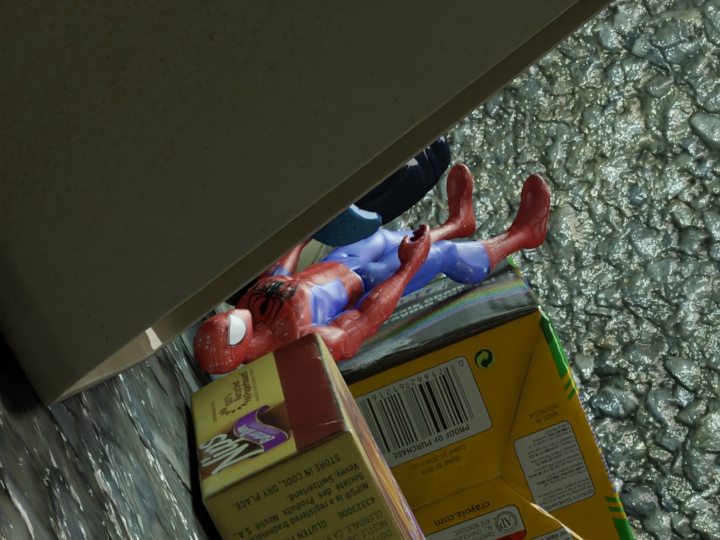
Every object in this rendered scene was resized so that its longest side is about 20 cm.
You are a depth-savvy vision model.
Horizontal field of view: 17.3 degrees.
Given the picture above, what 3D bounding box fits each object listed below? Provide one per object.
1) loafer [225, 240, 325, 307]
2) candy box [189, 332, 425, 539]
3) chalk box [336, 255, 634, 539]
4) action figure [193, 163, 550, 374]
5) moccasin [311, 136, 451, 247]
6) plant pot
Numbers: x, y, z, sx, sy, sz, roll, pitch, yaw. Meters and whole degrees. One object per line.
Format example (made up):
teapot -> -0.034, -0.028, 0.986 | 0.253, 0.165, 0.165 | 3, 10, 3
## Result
loafer -> -0.048, -0.036, 1.013 | 0.075, 0.068, 0.200 | 17, -18, 16
candy box -> 0.011, 0.131, 0.800 | 0.117, 0.056, 0.200 | -113, 178, -74
chalk box -> 0.034, 0.076, 1.020 | 0.200, 0.124, 0.124 | -95, 165, -83
action figure -> 0.000, 0.000, 0.966 | 0.065, 0.200, 0.052 | 15, -60, 34
moccasin -> -0.038, -0.104, 0.904 | 0.200, 0.068, 0.080 | 60, -25, 1
plant pot -> -0.041, -0.100, 0.615 | 0.177, 0.200, 0.200 | 53, 2, 1
